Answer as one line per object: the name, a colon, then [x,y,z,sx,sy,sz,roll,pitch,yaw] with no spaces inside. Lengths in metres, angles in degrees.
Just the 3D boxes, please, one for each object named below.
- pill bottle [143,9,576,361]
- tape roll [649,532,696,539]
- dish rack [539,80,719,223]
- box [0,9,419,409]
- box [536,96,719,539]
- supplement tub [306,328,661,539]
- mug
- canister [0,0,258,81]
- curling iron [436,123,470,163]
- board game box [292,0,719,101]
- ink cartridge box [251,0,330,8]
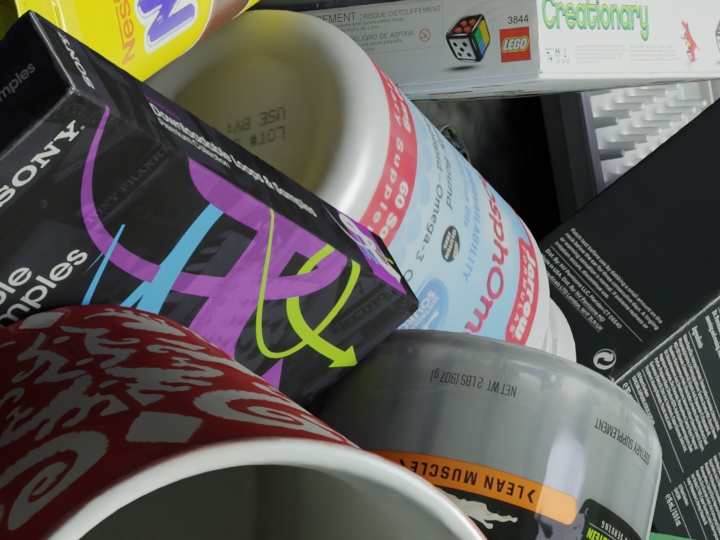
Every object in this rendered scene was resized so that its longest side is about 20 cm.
pill bottle: [0.000,0.000,1.023,0.200,0.108,0.109,42,52,-52]
tape roll: [0.100,0.148,1.093,0.200,0.199,0.048,40,54,-53]
dish rack: [0.121,-0.072,1.317,0.171,0.043,0.201,-30,113,-57]
box: [-0.085,0.017,0.848,0.200,0.143,0.036,32,20,-54]
box: [0.150,0.033,1.219,0.141,0.079,0.200,-36,146,-5]
supplement tub: [0.021,0.130,0.921,0.123,0.122,0.201,43,54,-51]
mug: [-0.055,0.102,0.729,0.133,0.200,0.179,8,100,-18]
canister: [-0.094,-0.124,0.892,0.200,0.086,0.149,-43,123,-56]
curling iron: [0.047,0.027,1.195,0.050,0.025,0.201,-40,129,-30]
board game box: [0.055,-0.085,1.113,0.200,0.126,0.035,-8,94,-61]
ink cartridge box: [-0.016,-0.220,1.078,0.200,0.047,0.161,-60,137,-41]
